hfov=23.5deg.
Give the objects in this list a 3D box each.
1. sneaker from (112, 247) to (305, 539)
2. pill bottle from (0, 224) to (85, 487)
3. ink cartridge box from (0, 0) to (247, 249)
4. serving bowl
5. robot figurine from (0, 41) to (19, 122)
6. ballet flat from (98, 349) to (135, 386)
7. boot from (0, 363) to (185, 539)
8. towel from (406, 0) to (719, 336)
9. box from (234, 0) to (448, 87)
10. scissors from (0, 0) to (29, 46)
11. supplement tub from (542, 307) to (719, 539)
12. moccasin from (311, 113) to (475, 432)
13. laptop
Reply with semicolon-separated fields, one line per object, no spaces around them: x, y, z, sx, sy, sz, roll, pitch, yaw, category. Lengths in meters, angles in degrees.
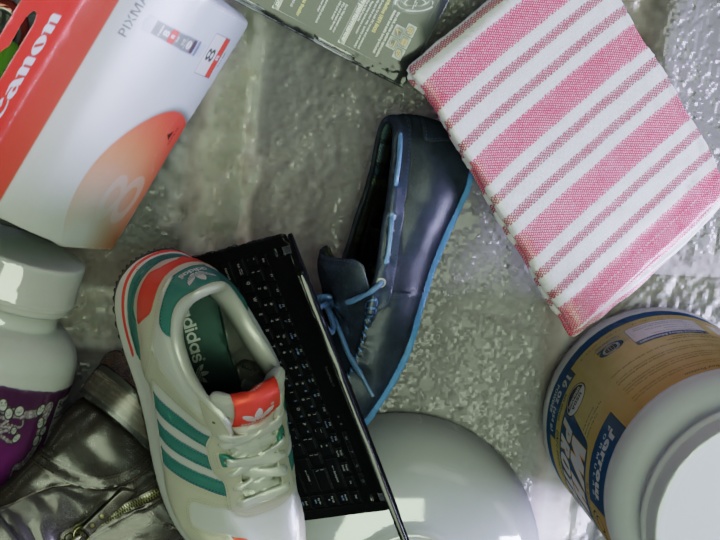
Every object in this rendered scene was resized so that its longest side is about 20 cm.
-0.071;0.086;0.926;0.070;0.093;0.201;-23;104;-23;sneaker
-0.229;0.077;1.001;0.112;0.112;0.201;18;100;-14;pill bottle
-0.143;-0.092;0.931;0.050;0.200;0.163;33;97;9;ink cartridge box
0.024;0.195;1.102;0.198;0.066;0.202;-2;104;-9;serving bowl
-0.284;-0.088;0.936;0.199;0.116;0.176;-21;127;6;robot figurine
-0.153;0.151;1.049;0.067;0.068;0.202;-18;110;-44;ballet flat
-0.151;0.169;0.986;0.174;0.069;0.200;-48;115;-13;boot
0.127;-0.081;1.049;0.146;0.030;0.201;-39;106;-20;towel
-0.001;-0.231;1.000;0.159;0.044;0.201;25;98;-15;box
-0.281;-0.117;0.992;0.198;0.014;0.074;-3;106;-11;scissors
0.201;0.114;1.042;0.143;0.200;0.146;-2;104;-9;supplement tub
0.000;0.000;1.046;0.068;0.080;0.201;20;89;-31;moccasin
-0.054;0.081;0.980;0.199;0.103;0.178;-12;104;34;laptop
